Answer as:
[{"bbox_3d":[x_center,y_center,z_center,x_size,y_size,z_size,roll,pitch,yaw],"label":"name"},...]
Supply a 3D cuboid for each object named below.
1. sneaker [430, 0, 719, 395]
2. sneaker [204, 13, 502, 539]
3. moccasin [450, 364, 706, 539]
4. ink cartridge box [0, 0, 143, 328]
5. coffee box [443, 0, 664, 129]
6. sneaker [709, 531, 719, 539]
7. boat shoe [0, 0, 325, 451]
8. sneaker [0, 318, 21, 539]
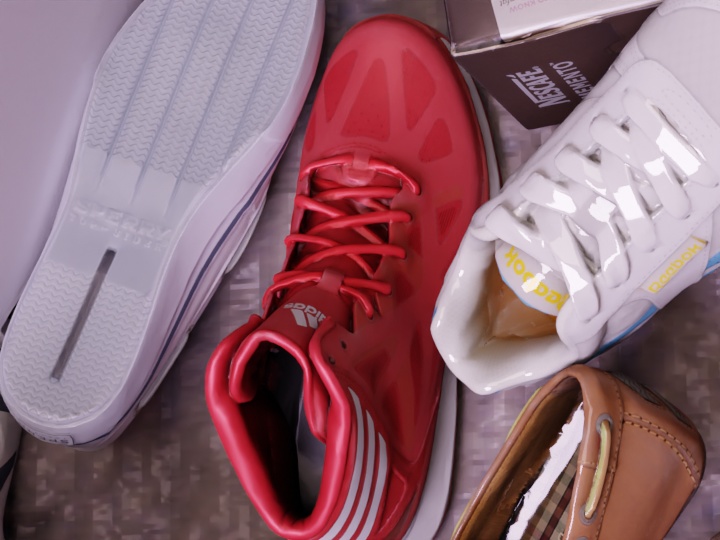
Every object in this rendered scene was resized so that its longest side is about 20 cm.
[{"bbox_3d":[0.087,-0.022,0.722,0.081,0.200,0.077,-34,76,-33],"label":"sneaker"},{"bbox_3d":[0.000,0.000,0.786,0.078,0.115,0.202,-3,80,16],"label":"sneaker"},{"bbox_3d":[0.040,0.125,0.760,0.202,0.077,0.074,-58,42,11],"label":"moccasin"},{"bbox_3d":[-0.200,-0.095,0.820,0.198,0.147,0.147,15,54,18],"label":"ink cartridge box"},{"bbox_3d":[0.066,-0.163,0.798,0.079,0.113,0.202,-12,77,14],"label":"coffee box"},{"bbox_3d":[0.126,0.112,0.756,0.075,0.070,0.202,20,85,23],"label":"sneaker"},{"bbox_3d":[-0.074,-0.028,0.839,0.073,0.067,0.201,27,78,11],"label":"boat shoe"},{"bbox_3d":[-0.180,0.059,0.821,0.079,0.130,0.201,-6,79,14],"label":"sneaker"}]
